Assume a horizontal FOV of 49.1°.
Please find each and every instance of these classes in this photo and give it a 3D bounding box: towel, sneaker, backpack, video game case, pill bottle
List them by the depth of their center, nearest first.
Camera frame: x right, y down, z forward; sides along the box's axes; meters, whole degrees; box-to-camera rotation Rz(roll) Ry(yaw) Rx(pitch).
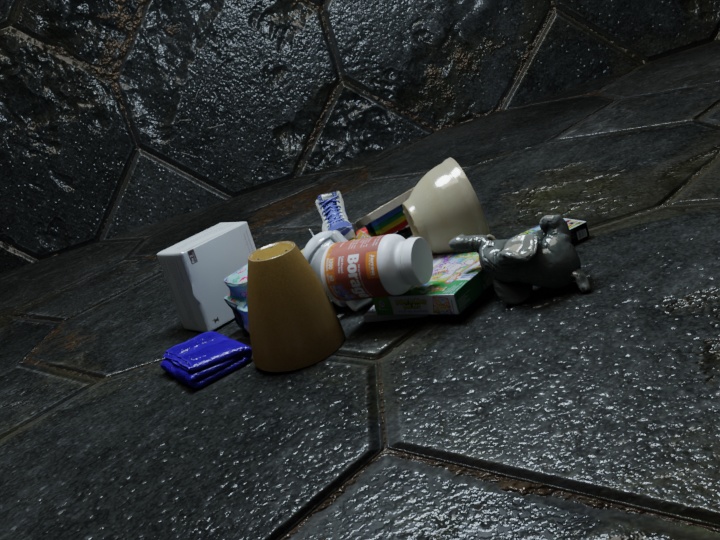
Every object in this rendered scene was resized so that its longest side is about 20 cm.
[{"bbox_3d":[0.032,-0.007,1.475,0.197,0.114,0.112,-8,19,34],"label":"pill bottle"},{"bbox_3d":[0.110,0.048,1.595,0.141,0.018,0.200,-8,19,33],"label":"video game case"},{"bbox_3d":[-0.317,0.172,1.604,0.146,0.050,0.199,-28,18,-26],"label":"towel"},{"bbox_3d":[-0.190,0.053,1.689,0.176,0.153,0.199,-32,27,-18],"label":"backpack"},{"bbox_3d":[-0.066,-0.122,1.837,0.079,0.117,0.200,-20,11,0],"label":"sneaker"}]

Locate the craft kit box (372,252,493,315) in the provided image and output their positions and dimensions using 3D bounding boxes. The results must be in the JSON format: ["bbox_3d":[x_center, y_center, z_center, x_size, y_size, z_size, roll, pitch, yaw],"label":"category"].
[{"bbox_3d":[0.154,0.024,1.517,0.195,0.049,0.199,-8,19,42],"label":"craft kit box"}]

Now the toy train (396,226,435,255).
[{"bbox_3d":[0.145,-0.067,1.816,0.112,0.087,0.200,-22,13,1],"label":"toy train"}]

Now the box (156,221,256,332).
[{"bbox_3d":[-0.347,0.012,1.885,0.198,0.203,0.129,-30,20,-37],"label":"box"}]

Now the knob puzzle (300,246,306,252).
[{"bbox_3d":[-0.095,-0.038,1.851,0.215,0.031,0.220,-16,17,5],"label":"knob puzzle"}]

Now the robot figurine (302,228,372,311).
[{"bbox_3d":[-0.047,-0.005,1.669,0.112,0.172,0.200,-25,56,-35],"label":"robot figurine"}]

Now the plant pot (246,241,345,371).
[{"bbox_3d":[-0.142,0.056,1.491,0.183,0.204,0.187,-14,19,5],"label":"plant pot"}]

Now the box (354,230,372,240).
[{"bbox_3d":[0.046,-0.040,1.750,0.042,0.118,0.200,-59,9,6],"label":"box"}]

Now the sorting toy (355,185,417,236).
[{"bbox_3d":[0.099,-0.139,1.843,0.197,0.070,0.200,-31,3,-8],"label":"sorting toy"}]

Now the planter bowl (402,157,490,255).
[{"bbox_3d":[0.168,-0.112,1.642,0.133,0.203,0.200,-26,16,-2],"label":"planter bowl"}]

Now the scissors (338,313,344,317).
[{"bbox_3d":[-0.118,0.133,1.585,0.196,0.014,0.073,-19,15,-8],"label":"scissors"}]

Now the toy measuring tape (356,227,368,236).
[{"bbox_3d":[0.052,-0.084,1.998,0.196,0.075,0.074,-18,16,3],"label":"toy measuring tape"}]

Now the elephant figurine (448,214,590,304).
[{"bbox_3d":[0.278,-0.013,1.409,0.196,0.145,0.155,-13,0,-8],"label":"elephant figurine"}]

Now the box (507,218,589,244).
[{"bbox_3d":[0.357,-0.053,1.620,0.197,0.035,0.110,-24,17,-18],"label":"box"}]
